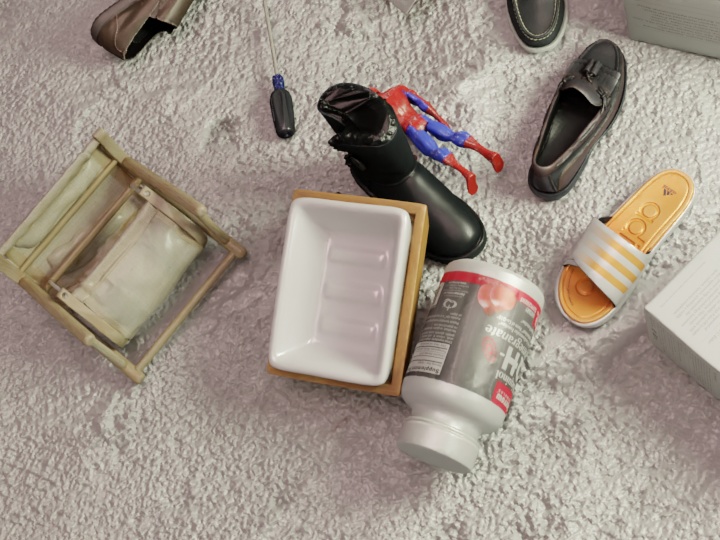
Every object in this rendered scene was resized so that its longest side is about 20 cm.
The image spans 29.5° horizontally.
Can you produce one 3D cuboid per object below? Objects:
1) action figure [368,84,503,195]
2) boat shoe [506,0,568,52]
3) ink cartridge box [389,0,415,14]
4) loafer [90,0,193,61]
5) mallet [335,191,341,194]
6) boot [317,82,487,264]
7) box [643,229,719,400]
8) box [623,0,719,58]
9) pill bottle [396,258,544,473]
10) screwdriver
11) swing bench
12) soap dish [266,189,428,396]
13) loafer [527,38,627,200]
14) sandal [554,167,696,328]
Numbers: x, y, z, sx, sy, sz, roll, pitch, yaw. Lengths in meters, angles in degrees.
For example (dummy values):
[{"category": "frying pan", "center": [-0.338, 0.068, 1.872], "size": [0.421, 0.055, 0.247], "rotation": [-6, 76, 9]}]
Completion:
[{"category": "action figure", "center": [0.072, -0.156, 1.551], "size": [0.065, 0.052, 0.200], "rotation": [-43, 58, -11]}, {"category": "boat shoe", "center": [0.199, -0.350, 1.589], "size": [0.075, 0.060, 0.201], "rotation": [-10, 65, 12]}, {"category": "ink cartridge box", "center": [0.085, -0.413, 1.646], "size": [0.200, 0.050, 0.161], "rotation": [-54, 47, 11]}, {"category": "loafer", "center": [-0.239, -0.329, 1.708], "size": [0.200, 0.073, 0.071], "rotation": [-39, 73, 3]}, {"category": "mallet", "center": [0.000, 0.000, 1.515], "size": [0.066, 0.041, 0.200], "rotation": [-36, 67, 3]}, {"category": "boot", "center": [0.042, -0.103, 1.470], "size": [0.076, 0.168, 0.200], "rotation": [-44, 64, -6]}, {"category": "box", "center": [0.394, 0.072, 1.335], "size": [0.124, 0.098, 0.200], "rotation": [-44, 63, -5]}, {"category": "box", "center": [0.409, -0.345, 1.487], "size": [0.199, 0.131, 0.200], "rotation": [17, 73, 22]}, {"category": "pill bottle", "center": [0.107, 0.099, 1.398], "size": [0.110, 0.111, 0.201], "rotation": [15, 73, 21]}, {"category": "screwdriver", "center": [-0.104, -0.250, 1.647], "size": [0.028, 0.029, 0.201], "rotation": [-14, 70, 9]}, {"category": "swing bench", "center": [-0.277, -0.019, 1.552], "size": [0.200, 0.130, 0.199], "rotation": [35, 81, 31]}, {"category": "soap dish", "center": [-0.009, 0.023, 1.449], "size": [0.157, 0.081, 0.201], "rotation": [7, 88, 25]}, {"category": "loafer", "center": [0.240, -0.174, 1.501], "size": [0.072, 0.063, 0.201], "rotation": [20, 75, 22]}, {"category": "sandal", "center": [0.274, -0.036, 1.436], "size": [0.079, 0.059, 0.207], "rotation": [34, 81, 26]}]
